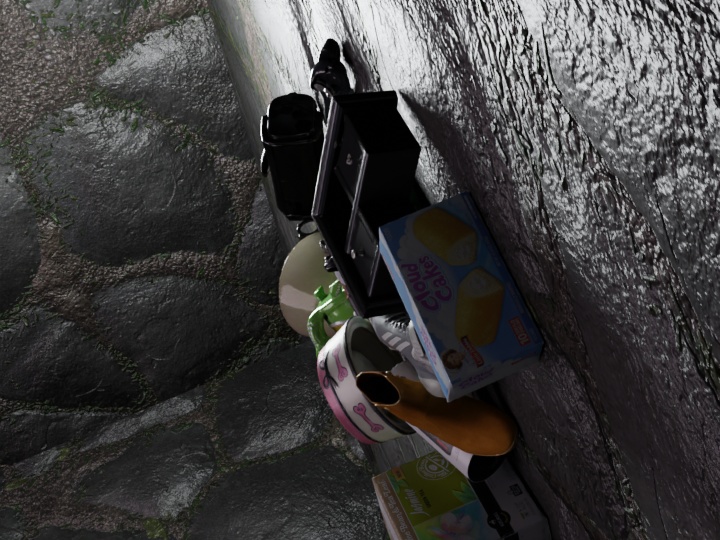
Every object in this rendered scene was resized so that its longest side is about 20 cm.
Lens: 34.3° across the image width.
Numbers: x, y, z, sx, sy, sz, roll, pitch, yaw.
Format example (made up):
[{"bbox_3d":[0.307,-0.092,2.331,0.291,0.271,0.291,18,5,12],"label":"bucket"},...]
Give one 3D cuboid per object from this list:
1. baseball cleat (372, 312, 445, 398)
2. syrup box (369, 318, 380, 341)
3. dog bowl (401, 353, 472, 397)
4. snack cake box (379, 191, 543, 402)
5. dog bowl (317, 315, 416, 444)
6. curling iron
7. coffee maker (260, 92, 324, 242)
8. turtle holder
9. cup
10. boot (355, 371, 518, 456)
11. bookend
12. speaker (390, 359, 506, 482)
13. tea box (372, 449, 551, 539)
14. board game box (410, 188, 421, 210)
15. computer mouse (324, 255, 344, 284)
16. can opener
[{"bbox_3d":[0.075,0.078,1.537,0.200,0.069,0.108,45,151,45],"label":"baseball cleat"},{"bbox_3d":[0.038,0.033,1.830,0.080,0.080,0.200,62,-177,-15],"label":"syrup box"},{"bbox_3d":[0.114,0.153,1.822,0.200,0.058,0.203,158,91,-83],"label":"dog bowl"},{"bbox_3d":[0.108,0.028,1.299,0.067,0.113,0.202,86,161,-66],"label":"snack cake box"},{"bbox_3d":[0.010,0.176,1.796,0.200,0.073,0.201,48,-157,-27],"label":"dog bowl"},{"bbox_3d":[-0.018,0.034,1.904,0.050,0.025,0.203,-16,-99,-85],"label":"curling iron"},{"bbox_3d":[-0.110,-0.201,2.198,0.202,0.133,0.193,80,163,-52],"label":"coffee maker"},{"bbox_3d":[-0.004,0.064,1.991,0.132,0.186,0.140,49,138,-8],"label":"turtle holder"},{"bbox_3d":[-0.034,0.039,2.176,0.142,0.199,0.203,14,130,48],"label":"cup"},{"bbox_3d":[0.096,0.187,1.535,0.199,0.072,0.143,16,174,41],"label":"boot"},{"bbox_3d":[0.023,-0.084,1.477,0.201,0.091,0.201,103,149,-43],"label":"bookend"},{"bbox_3d":[0.119,0.212,1.656,0.199,0.081,0.082,39,154,41],"label":"speaker"},{"bbox_3d":[0.145,0.365,1.648,0.201,0.194,0.135,-123,13,-54],"label":"tea box"},{"bbox_3d":[0.058,-0.077,1.698,0.201,0.029,0.136,78,169,-52],"label":"board game box"},{"bbox_3d":[0.000,0.000,1.704,0.200,0.107,0.045,116,153,-85],"label":"computer mouse"},{"bbox_3d":[-0.035,-0.268,1.790,0.063,0.079,0.201,24,158,17],"label":"can opener"}]
